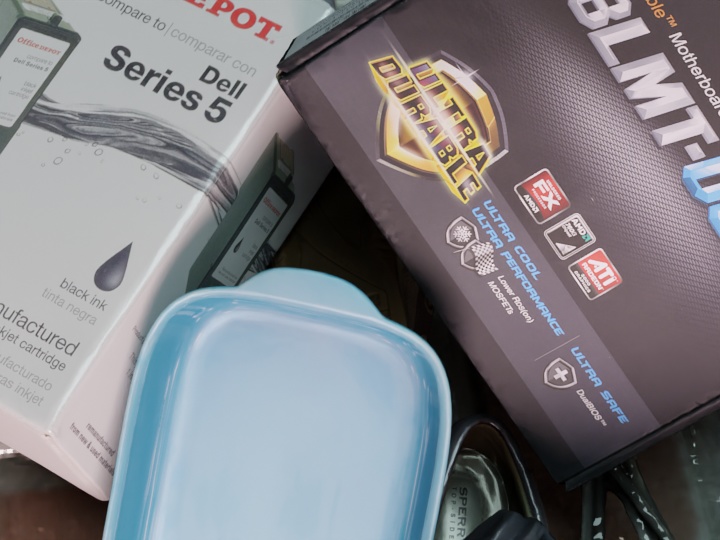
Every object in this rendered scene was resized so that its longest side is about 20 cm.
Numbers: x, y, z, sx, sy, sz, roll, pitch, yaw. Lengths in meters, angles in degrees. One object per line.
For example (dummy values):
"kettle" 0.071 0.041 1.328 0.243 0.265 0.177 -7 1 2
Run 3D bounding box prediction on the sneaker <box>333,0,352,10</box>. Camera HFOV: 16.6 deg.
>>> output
"sneaker" 0.025 -0.108 1.021 0.080 0.084 0.200 -11 29 9

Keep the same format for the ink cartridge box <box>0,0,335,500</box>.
"ink cartridge box" -0.110 -0.035 0.971 0.145 0.084 0.200 27 75 22

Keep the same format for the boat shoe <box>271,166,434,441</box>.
"boat shoe" 0.000 0.000 1.018 0.072 0.072 0.200 -10 50 9

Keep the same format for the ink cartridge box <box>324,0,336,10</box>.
"ink cartridge box" -0.112 -0.121 1.085 0.196 0.043 0.200 28 59 7

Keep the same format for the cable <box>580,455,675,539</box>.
"cable" 0.097 0.057 0.973 0.097 0.050 0.201 5 82 3

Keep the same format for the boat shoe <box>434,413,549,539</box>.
"boat shoe" 0.045 0.149 0.940 0.072 0.065 0.201 3 61 -8

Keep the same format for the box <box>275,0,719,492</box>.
"box" 0.105 -0.049 0.899 0.198 0.050 0.200 -30 104 18

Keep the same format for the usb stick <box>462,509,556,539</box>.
"usb stick" 0.100 0.176 0.906 0.055 0.033 0.200 -41 100 -14

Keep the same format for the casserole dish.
"casserole dish" -0.032 0.093 0.923 0.121 0.039 0.201 12 102 5
